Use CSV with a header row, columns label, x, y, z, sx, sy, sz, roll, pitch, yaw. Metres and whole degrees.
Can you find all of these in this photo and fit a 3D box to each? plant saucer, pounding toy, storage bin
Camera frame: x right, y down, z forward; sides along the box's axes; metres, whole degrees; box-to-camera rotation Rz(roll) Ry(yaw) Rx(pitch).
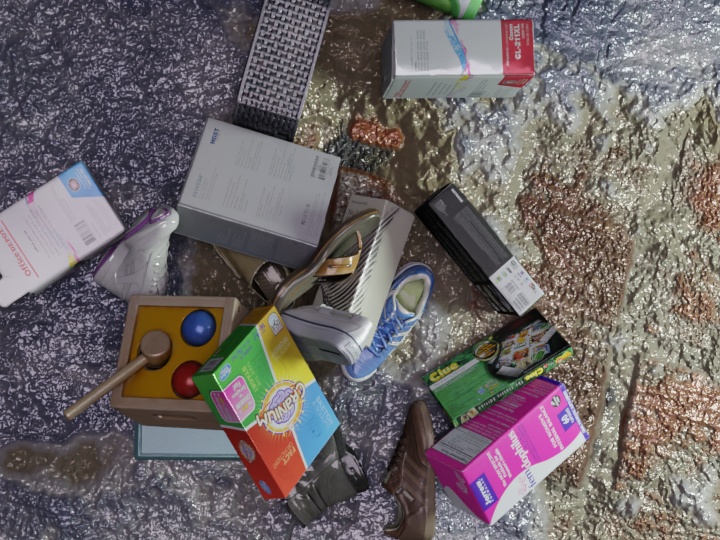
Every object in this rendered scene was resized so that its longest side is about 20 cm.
label,x,y,z,sx,sy,sz,roll,pitch,yaw
plant saucer,-0.224,0.237,1.624,0.198,0.019,0.071,1,88,-5
pounding toy,-0.261,0.130,1.516,0.198,0.142,0.186,1,69,15
storage bin,-0.109,-0.292,1.587,0.093,0.135,0.202,15,87,-5

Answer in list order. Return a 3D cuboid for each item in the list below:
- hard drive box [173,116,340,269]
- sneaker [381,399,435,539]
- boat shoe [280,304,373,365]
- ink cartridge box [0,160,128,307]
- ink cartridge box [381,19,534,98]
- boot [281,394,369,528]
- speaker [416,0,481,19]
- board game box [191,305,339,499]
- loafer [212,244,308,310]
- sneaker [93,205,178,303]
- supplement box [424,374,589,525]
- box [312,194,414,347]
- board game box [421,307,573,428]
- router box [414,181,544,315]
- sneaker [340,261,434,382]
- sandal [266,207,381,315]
label,x,y,z,sx,sy,sz,roll,pitch,yaw
hard drive box,-0.143,-0.106,1.580,0.198,0.077,0.157,17,59,-5
sneaker,0.068,0.288,1.625,0.075,0.070,0.202,-1,88,-5
boat shoe,-0.055,0.081,1.534,0.067,0.199,0.074,-47,127,-23
ink cartridge box,-0.438,-0.047,1.584,0.199,0.068,0.116,-33,92,-6
ink cartridge box,0.133,-0.298,1.607,0.198,0.146,0.084,-1,88,-6
boot,-0.082,0.256,1.615,0.130,0.068,0.202,-26,91,-3
speaker,0.083,-0.432,1.636,0.198,0.088,0.089,21,87,-5
board game box,-0.119,0.172,1.488,0.153,0.040,0.201,-50,120,-44
loafer,-0.145,-0.015,1.612,0.076,0.067,0.200,-44,93,-5
sneaker,-0.287,-0.019,1.559,0.100,0.200,0.075,42,46,-9
supplement box,0.205,0.245,1.590,0.199,0.103,0.102,-37,112,-18
box,0.000,0.000,1.604,0.068,0.082,0.202,25,79,-44
board game box,0.195,0.137,1.630,0.199,0.105,0.024,-30,132,-5
router box,0.163,-0.028,1.602,0.051,0.149,0.200,-40,93,-5
sneaker,0.036,0.071,1.624,0.075,0.077,0.201,33,87,-6
sandal,-0.042,-0.003,1.527,0.200,0.082,0.055,-43,78,-12
